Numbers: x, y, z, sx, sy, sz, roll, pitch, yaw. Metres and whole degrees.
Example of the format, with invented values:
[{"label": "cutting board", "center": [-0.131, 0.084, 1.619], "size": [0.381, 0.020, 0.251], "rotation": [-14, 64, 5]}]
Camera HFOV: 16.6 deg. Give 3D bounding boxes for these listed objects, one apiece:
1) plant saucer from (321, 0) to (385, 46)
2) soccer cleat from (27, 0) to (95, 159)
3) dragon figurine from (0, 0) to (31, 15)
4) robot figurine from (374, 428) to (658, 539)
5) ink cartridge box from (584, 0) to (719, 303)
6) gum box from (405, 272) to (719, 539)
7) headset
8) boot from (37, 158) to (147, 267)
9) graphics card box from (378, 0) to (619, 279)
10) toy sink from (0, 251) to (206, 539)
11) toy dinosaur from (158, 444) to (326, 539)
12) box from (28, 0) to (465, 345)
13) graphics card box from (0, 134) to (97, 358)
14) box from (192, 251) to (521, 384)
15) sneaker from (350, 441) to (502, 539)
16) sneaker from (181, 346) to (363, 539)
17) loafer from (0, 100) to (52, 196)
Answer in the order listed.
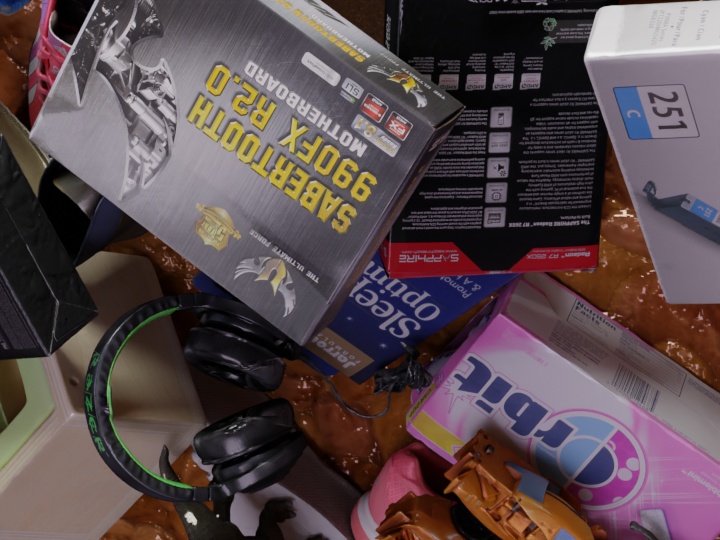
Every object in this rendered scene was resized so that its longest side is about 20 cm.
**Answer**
[{"label": "plant saucer", "center": [-0.030, -0.128, 1.436], "size": [0.200, 0.035, 0.201], "rotation": [10, 124, 15]}, {"label": "soccer cleat", "center": [-0.169, -0.132, 1.459], "size": [0.068, 0.073, 0.200], "rotation": [24, 129, 5]}, {"label": "dragon figurine", "center": [-0.251, -0.164, 1.425], "size": [0.059, 0.200, 0.099], "rotation": [12, 149, 37]}, {"label": "robot figurine", "center": [0.112, 0.193, 1.480], "size": [0.200, 0.058, 0.145], "rotation": [41, 128, -7]}, {"label": "ink cartridge box", "center": [0.231, -0.063, 1.333], "size": [0.176, 0.045, 0.200], "rotation": [-2, 138, 23]}, {"label": "gum box", "center": [0.135, 0.095, 1.489], "size": [0.200, 0.066, 0.114], "rotation": [35, 125, -3]}, {"label": "headset", "center": [-0.062, 0.072, 1.465], "size": [0.094, 0.200, 0.124], "rotation": [164, 101, -64]}, {"label": "boot", "center": [-0.128, -0.068, 1.437], "size": [0.075, 0.097, 0.200], "rotation": [43, 145, 10]}, {"label": "graphics card box", "center": [0.074, -0.096, 1.362], "size": [0.125, 0.051, 0.200], "rotation": [-2, 116, -7]}, {"label": "toy sink", "center": [-0.210, 0.095, 1.561], "size": [0.200, 0.112, 0.131], "rotation": [-45, 53, 36]}, {"label": "toy dinosaur", "center": [-0.070, 0.190, 1.527], "size": [0.077, 0.102, 0.200], "rotation": [-6, 128, 16]}, {"label": "box", "center": [-0.065, -0.081, 1.344], "size": [0.200, 0.048, 0.159], "rotation": [38, 119, 9]}, {"label": "graphics card box", "center": [-0.257, -0.008, 1.461], "size": [0.200, 0.051, 0.126], "rotation": [-6, 118, 47]}, {"label": "box", "center": [0.000, 0.000, 1.483], "size": [0.121, 0.032, 0.200], "rotation": [35, 131, -23]}, {"label": "sneaker", "center": [0.093, 0.176, 1.553], "size": [0.200, 0.074, 0.087], "rotation": [26, 125, 5]}, {"label": "sneaker", "center": [-0.083, 0.148, 1.604], "size": [0.116, 0.074, 0.200], "rotation": [-36, 104, 31]}, {"label": "loafer", "center": [-0.260, -0.094, 1.496], "size": [0.200, 0.076, 0.067], "rotation": [41, 160, 5]}]
